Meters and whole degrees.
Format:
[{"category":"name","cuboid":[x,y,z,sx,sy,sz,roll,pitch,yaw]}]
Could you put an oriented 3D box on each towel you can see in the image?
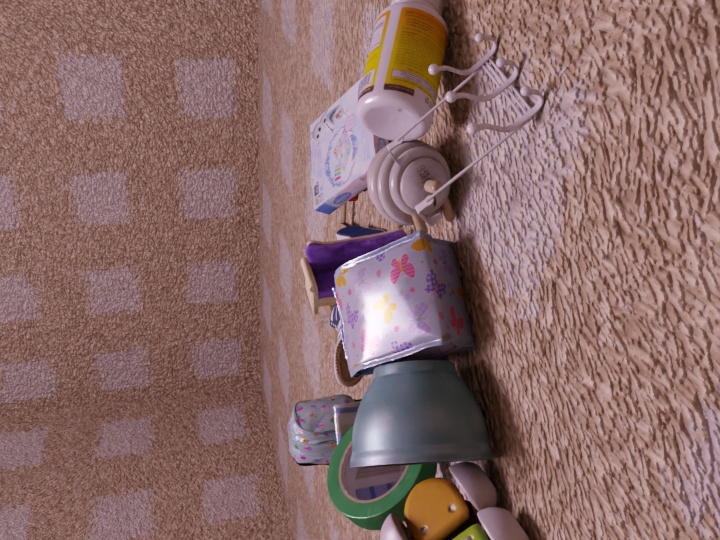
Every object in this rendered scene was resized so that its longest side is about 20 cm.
[{"category":"towel","cuboid":[0.025,0.346,1.218,0.024,0.145,0.203,-37,58,54]}]

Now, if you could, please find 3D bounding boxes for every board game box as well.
[{"category":"board game box","cuboid":[-0.025,-0.242,1.242,0.198,0.043,0.203,-30,57,46]}]

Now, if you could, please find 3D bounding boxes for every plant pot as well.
[{"category":"plant pot","cuboid":[0.079,0.200,0.894,0.200,0.197,0.137,127,141,-67]}]

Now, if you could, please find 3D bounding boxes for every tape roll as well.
[{"category":"tape roll","cuboid":[0.036,0.337,1.097,0.048,0.200,0.201,48,-174,-32]}]

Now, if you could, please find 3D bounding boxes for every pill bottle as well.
[{"category":"pill bottle","cuboid":[0.063,-0.295,0.903,0.109,0.108,0.203,135,149,-70]}]

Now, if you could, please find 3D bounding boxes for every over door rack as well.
[{"category":"over door rack","cuboid":[0.109,-0.175,0.772,0.200,0.066,0.149,-47,40,26]}]

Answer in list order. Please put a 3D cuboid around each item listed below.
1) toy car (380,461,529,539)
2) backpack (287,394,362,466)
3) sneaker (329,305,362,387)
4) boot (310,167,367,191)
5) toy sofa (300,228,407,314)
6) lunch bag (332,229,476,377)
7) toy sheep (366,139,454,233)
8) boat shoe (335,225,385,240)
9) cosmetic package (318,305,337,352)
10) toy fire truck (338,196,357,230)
[{"category":"toy car","cuboid":[0.135,0.378,0.852,0.151,0.174,0.200,54,179,-28]},{"category":"backpack","cuboid":[-0.067,0.360,1.445,0.167,0.197,0.129,-126,35,-63]},{"category":"sneaker","cuboid":[-0.024,0.133,1.248,0.109,0.069,0.203,130,147,-64]},{"category":"boot","cuboid":[-0.034,-0.206,1.340,0.201,0.071,0.156,-55,39,30]},{"category":"toy sofa","cuboid":[0.000,0.000,1.107,0.083,0.197,0.099,-113,19,-48]},{"category":"lunch bag","cuboid":[0.053,0.056,0.952,0.198,0.126,0.172,-23,69,31]},{"category":"toy sheep","cuboid":[0.075,-0.127,0.943,0.199,0.136,0.140,-159,65,-64]},{"category":"boat shoe","cuboid":[0.015,-0.042,1.298,0.200,0.071,0.073,33,144,65]},{"category":"cosmetic package","cuboid":[-0.042,0.099,1.425,0.203,0.070,0.105,68,162,4]},{"category":"toy fire truck","cuboid":[-0.029,-0.087,1.463,0.142,0.048,0.202,-109,21,-44]}]
